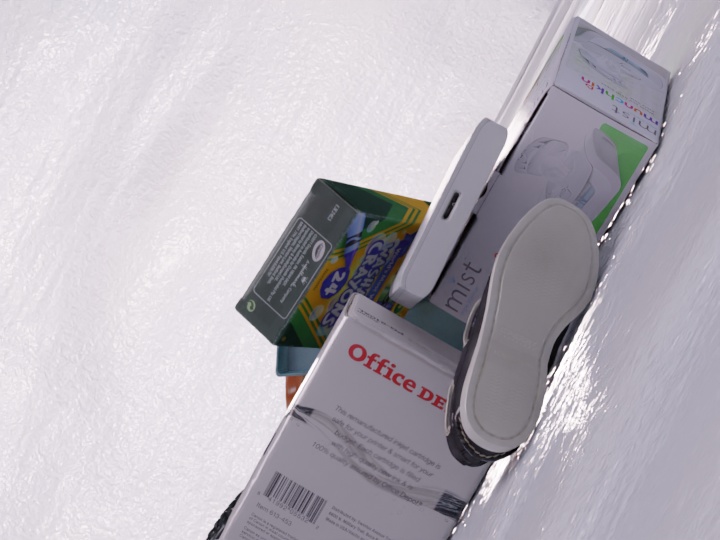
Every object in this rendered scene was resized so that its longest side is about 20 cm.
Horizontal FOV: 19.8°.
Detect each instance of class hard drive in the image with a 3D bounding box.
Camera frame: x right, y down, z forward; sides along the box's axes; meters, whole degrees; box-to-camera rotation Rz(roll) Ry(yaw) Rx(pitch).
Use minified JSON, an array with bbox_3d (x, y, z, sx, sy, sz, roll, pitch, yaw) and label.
[{"bbox_3d":[0.062,-0.038,1.525,0.133,0.026,0.200,-63,-1,-3],"label":"hard drive"}]

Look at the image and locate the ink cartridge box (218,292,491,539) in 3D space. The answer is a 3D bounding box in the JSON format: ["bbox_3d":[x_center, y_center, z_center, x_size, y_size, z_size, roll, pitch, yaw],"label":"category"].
[{"bbox_3d":[0.008,0.140,1.504,0.201,0.144,0.084,-61,2,13],"label":"ink cartridge box"}]

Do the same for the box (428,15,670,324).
[{"bbox_3d":[0.145,-0.068,1.584,0.201,0.096,0.177,-60,2,25],"label":"box"}]

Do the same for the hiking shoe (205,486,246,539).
[{"bbox_3d":[-0.066,0.218,1.852,0.200,0.087,0.074,-47,1,-2],"label":"hiking shoe"}]

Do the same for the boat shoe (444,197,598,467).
[{"bbox_3d":[0.108,0.043,1.407,0.060,0.073,0.201,131,160,-59],"label":"boat shoe"}]

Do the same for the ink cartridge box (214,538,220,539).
[{"bbox_3d":[-0.144,0.328,1.506,0.147,0.145,0.202,-64,-41,-65],"label":"ink cartridge box"}]

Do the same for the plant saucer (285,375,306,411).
[{"bbox_3d":[-0.041,0.037,1.904,0.200,0.032,0.203,-173,90,-83],"label":"plant saucer"}]

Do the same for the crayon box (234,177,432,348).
[{"bbox_3d":[0.000,0.000,1.653,0.126,0.052,0.199,-57,-26,14],"label":"crayon box"}]

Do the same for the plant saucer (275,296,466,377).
[{"bbox_3d":[0.022,0.053,1.762,0.019,0.198,0.071,34,-125,-63],"label":"plant saucer"}]
